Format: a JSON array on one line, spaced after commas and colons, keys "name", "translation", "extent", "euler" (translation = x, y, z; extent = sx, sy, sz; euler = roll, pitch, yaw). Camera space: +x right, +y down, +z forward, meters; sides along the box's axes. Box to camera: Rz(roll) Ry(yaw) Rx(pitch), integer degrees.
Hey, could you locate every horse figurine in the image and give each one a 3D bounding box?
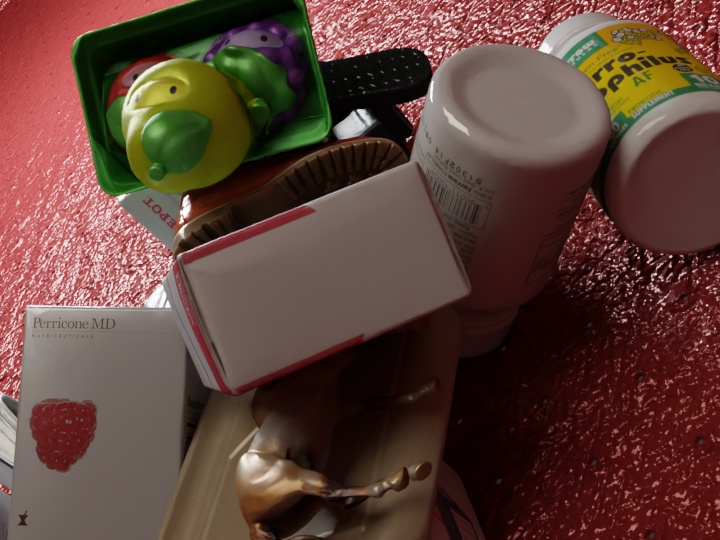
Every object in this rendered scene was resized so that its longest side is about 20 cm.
[{"name": "horse figurine", "translation": [-0.022, 0.099, 0.643], "extent": [0.132, 0.050, 0.200], "euler": [-19, 33, 21]}]

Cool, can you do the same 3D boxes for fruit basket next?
[{"name": "fruit basket", "translation": [-0.128, -0.133, 0.879], "extent": [0.215, 0.215, 0.156], "euler": [-15, 87, 40]}]

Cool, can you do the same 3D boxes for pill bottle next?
[{"name": "pill bottle", "translation": [0.082, -0.038, 0.756], "extent": [0.200, 0.114, 0.114], "euler": [104, 177, -46]}, {"name": "pill bottle", "translation": [0.190, -0.105, 0.789], "extent": [0.113, 0.113, 0.200], "euler": [-38, 32, 12]}]

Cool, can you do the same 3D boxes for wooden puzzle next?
[{"name": "wooden puzzle", "translation": [-0.031, 0.118, 0.714], "extent": [0.200, 0.037, 0.185], "euler": [-21, 35, 30]}]

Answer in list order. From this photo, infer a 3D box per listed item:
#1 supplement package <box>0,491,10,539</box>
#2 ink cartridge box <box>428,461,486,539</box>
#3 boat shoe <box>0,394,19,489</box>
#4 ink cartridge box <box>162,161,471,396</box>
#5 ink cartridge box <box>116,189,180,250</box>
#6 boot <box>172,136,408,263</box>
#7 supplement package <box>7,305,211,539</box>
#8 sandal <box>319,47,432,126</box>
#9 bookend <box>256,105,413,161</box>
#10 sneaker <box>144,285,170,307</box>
[{"name": "supplement package", "translation": [-0.344, 0.241, 0.920], "extent": [0.121, 0.200, 0.120], "euler": [-41, 31, 8]}, {"name": "ink cartridge box", "translation": [0.008, 0.205, 0.671], "extent": [0.145, 0.088, 0.200], "euler": [-39, 29, 11]}, {"name": "boat shoe", "translation": [-0.223, 0.156, 0.931], "extent": [0.202, 0.075, 0.086], "euler": [25, 88, 21]}, {"name": "ink cartridge box", "translation": [-0.037, 0.009, 0.695], "extent": [0.147, 0.086, 0.200], "euler": [-24, 3, -13]}, {"name": "ink cartridge box", "translation": [-0.124, -0.101, 1.122], "extent": [0.200, 0.145, 0.083], "euler": [-42, 34, 5]}, {"name": "boot", "translation": [-0.061, -0.069, 0.925], "extent": [0.200, 0.075, 0.107], "euler": [-22, 34, 4]}, {"name": "supplement package", "translation": [-0.174, 0.132, 0.825], "extent": [0.121, 0.120, 0.200], "euler": [0, 79, 4]}, {"name": "sandal", "translation": [-0.035, -0.148, 1.001], "extent": [0.200, 0.048, 0.075], "euler": [-5, 48, 9]}, {"name": "bookend", "translation": [-0.026, -0.056, 1.006], "extent": [0.199, 0.092, 0.200], "euler": [-40, 33, 8]}, {"name": "sneaker", "translation": [-0.158, 0.069, 1.021], "extent": [0.140, 0.078, 0.200], "euler": [-26, 37, 41]}]
